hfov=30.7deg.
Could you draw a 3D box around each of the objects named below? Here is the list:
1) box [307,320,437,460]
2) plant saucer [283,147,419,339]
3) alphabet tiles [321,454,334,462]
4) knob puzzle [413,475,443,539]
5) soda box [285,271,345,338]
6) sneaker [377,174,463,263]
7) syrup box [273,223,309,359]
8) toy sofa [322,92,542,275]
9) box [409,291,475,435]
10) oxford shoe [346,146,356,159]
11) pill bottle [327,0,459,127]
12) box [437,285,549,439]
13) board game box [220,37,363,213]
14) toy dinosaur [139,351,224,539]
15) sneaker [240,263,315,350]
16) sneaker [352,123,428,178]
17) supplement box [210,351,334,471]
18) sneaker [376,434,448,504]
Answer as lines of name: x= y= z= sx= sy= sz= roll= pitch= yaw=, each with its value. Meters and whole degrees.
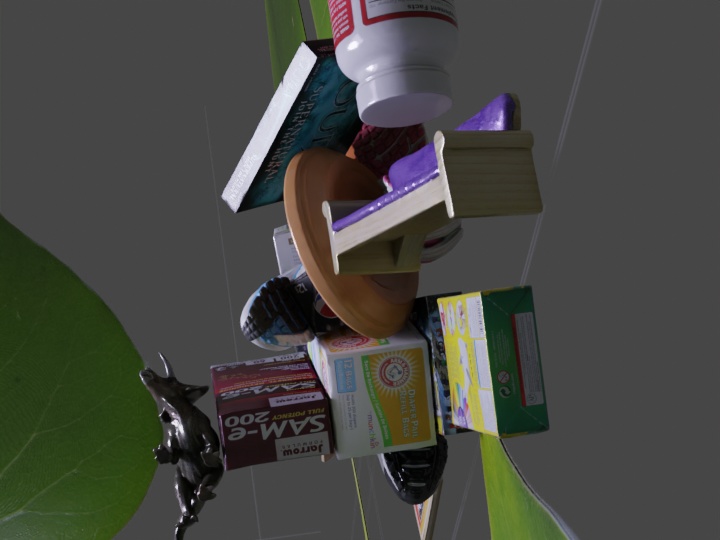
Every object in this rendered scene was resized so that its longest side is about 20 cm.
box: x=0.007 y=0.108 z=1.357 sx=0.200 sy=0.101 sz=0.113 roll=-127 pitch=31 yaw=-76
plant saucer: x=-0.001 y=-0.032 z=1.273 sx=0.200 sy=0.037 sz=0.200 roll=44 pitch=-147 yaw=-38
alphabet tiles: x=0.001 y=0.114 z=1.613 sx=0.008 sy=0.167 sz=0.200 roll=17 pitch=123 yaw=34
knob puzzle: x=0.060 y=0.213 z=1.615 sx=0.220 sy=0.030 sz=0.220 roll=174 pitch=90 yaw=-83
soda box: x=0.000 y=0.000 z=1.371 sx=0.063 sy=0.071 sz=0.200 roll=61 pitch=-154 yaw=-7
sneaker: x=0.064 y=-0.051 z=1.220 sx=0.200 sy=0.081 sz=0.088 roll=-115 pitch=15 yaw=-87
syrup box: x=-0.043 y=0.043 z=1.492 sx=0.079 sy=0.081 sz=0.200 roll=-119 pitch=17 yaw=-82
toy sofa: x=0.049 y=-0.065 z=1.025 sx=0.200 sy=0.083 sz=0.098 roll=-26 pitch=71 yaw=59
box: x=0.077 y=0.095 z=1.357 sx=0.200 sy=0.038 sz=0.137 roll=156 pitch=107 yaw=-82
oxford shoe: x=-0.005 y=-0.086 z=1.495 sx=0.200 sy=0.073 sz=0.071 roll=60 pitch=-161 yaw=-2
pill bottle: x=0.028 y=-0.236 z=1.173 sx=0.112 sy=0.112 sz=0.200 roll=114 pitch=150 yaw=-75
box: x=0.105 y=0.075 z=1.101 sx=0.200 sy=0.048 sz=0.117 roll=164 pitch=99 yaw=-80
board game box: x=-0.045 y=-0.146 z=1.288 sx=0.028 sy=0.135 sz=0.200 roll=49 pitch=130 yaw=20
toy dinosaur: x=-0.160 y=0.186 z=1.281 sx=0.102 sy=0.077 sz=0.200 roll=-85 pitch=-16 yaw=-68
sneaker: x=-0.085 y=0.044 z=1.351 sx=0.075 sy=0.087 sz=0.200 roll=63 pitch=-157 yaw=-3
sneaker: x=0.033 y=-0.144 z=1.404 sx=0.075 sy=0.081 sz=0.200 roll=46 pitch=-169 yaw=-39
supplement box: x=-0.094 y=0.140 z=1.348 sx=0.200 sy=0.109 sz=0.061 roll=-133 pitch=35 yaw=-76
sneaker: x=0.051 y=0.200 z=1.481 sx=0.200 sy=0.074 sz=0.079 roll=-104 pitch=18 yaw=-60
